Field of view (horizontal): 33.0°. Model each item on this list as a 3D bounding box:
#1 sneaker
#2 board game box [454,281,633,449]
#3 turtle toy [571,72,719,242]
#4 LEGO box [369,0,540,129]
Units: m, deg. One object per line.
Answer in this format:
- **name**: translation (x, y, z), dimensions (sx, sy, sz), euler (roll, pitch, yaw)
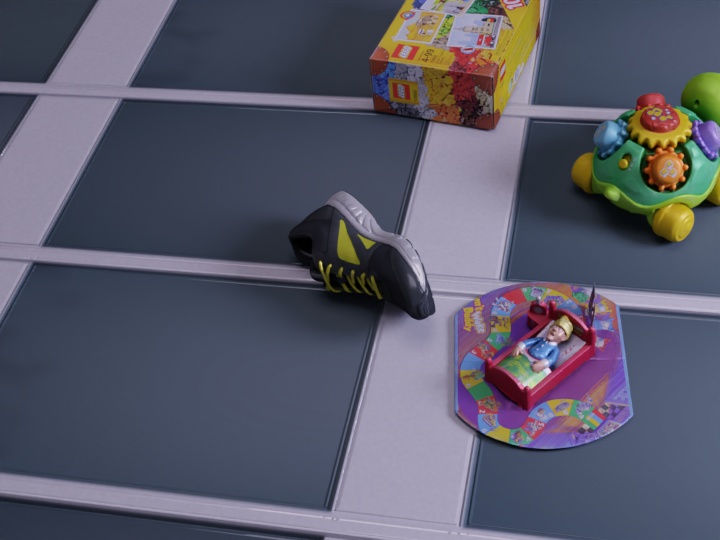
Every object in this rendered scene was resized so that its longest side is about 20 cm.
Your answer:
- **sneaker**: translation (0.000, 0.000, 1.180), dimensions (0.084, 0.075, 0.200), euler (-31, 39, -15)
- **board game box**: translation (0.162, 0.069, 1.098), dimensions (0.156, 0.039, 0.201), euler (-1, 44, 6)
- **turtle toy**: translation (0.316, -0.129, 1.237), dimensions (0.199, 0.102, 0.145), euler (-35, 50, -25)
- **LEGO box**: translation (0.114, -0.263, 1.421), dimensions (0.147, 0.078, 0.201), euler (11, 47, 18)
